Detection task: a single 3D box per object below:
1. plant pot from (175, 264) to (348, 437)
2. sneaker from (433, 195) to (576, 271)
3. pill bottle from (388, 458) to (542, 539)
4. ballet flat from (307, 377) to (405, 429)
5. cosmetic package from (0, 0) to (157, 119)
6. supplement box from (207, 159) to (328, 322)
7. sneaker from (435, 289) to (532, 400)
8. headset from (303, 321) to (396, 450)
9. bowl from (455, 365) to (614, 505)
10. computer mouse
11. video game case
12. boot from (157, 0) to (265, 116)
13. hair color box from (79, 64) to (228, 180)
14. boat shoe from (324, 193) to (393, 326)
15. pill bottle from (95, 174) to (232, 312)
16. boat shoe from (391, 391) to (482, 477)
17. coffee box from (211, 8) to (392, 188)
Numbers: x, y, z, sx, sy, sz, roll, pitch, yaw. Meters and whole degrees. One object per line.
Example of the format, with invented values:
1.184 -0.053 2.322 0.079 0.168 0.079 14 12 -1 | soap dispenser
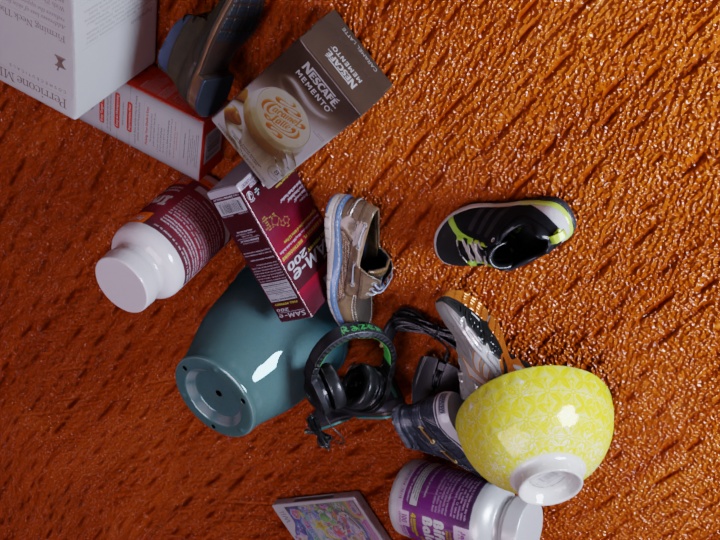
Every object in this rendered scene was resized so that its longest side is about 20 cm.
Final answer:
-0.150 0.120 1.583 0.199 0.188 0.201 21 133 25 | plant pot
0.153 -0.037 1.319 0.199 0.083 0.072 -16 113 43 | sneaker
0.147 0.337 1.598 0.199 0.112 0.113 8 128 35 | pill bottle
-0.012 0.184 1.637 0.199 0.073 0.073 -19 111 49 | ballet flat
-0.358 -0.331 1.393 0.166 0.167 0.201 27 137 15 | cosmetic package
-0.102 -0.047 1.478 0.061 0.109 0.201 -10 118 40 | supplement box
0.145 0.118 1.441 0.092 0.076 0.200 -33 101 27 | sneaker
-0.027 0.151 1.537 0.094 0.122 0.202 51 132 50 | headset
0.220 0.218 1.390 0.198 0.108 0.201 -4 138 -4 | bowl
0.079 0.143 1.544 0.140 0.046 0.201 26 135 15 | computer mouse
-0.040 0.427 1.882 0.199 0.018 0.144 -16 114 43 | video game case
-0.182 -0.292 1.360 0.097 0.074 0.201 40 120 23 | boot
-0.274 -0.210 1.507 0.199 0.061 0.102 28 136 14 | hair color box
0.000 0.000 1.469 0.072 0.072 0.201 12 130 26 | boat shoe
-0.258 -0.037 1.532 0.112 0.200 0.114 19 133 22 | pill bottle
0.124 0.225 1.527 0.090 0.071 0.200 -13 137 31 | boat shoe
-0.072 -0.198 1.355 0.115 0.080 0.200 49 137 -8 | coffee box
